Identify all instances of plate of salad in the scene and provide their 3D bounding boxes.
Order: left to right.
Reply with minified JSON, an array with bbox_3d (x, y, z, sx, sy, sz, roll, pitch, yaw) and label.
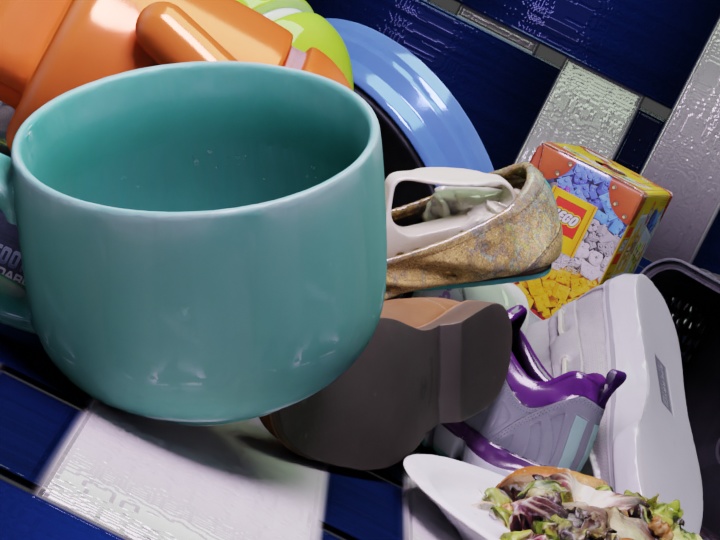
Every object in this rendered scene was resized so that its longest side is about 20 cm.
[{"bbox_3d":[0.113,0.123,1.315,0.200,0.048,0.200,27,6,-3],"label":"plate of salad"}]

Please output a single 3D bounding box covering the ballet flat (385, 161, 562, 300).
[{"bbox_3d":[0.005,-0.014,1.454,0.199,0.071,0.071,-13,18,-13],"label":"ballet flat"}]

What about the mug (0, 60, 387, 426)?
[{"bbox_3d":[-0.077,-0.009,1.216,0.185,0.115,0.152,17,34,34],"label":"mug"}]

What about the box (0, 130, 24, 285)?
[{"bbox_3d":[-0.166,-0.025,1.360,0.157,0.051,0.200,24,7,-17],"label":"box"}]

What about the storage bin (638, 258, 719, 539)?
[{"bbox_3d":[0.224,0.095,1.571,0.200,0.136,0.094,32,9,40],"label":"storage bin"}]

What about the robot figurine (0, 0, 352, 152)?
[{"bbox_3d":[-0.086,-0.076,1.349,0.200,0.144,0.117,28,39,-7],"label":"robot figurine"}]

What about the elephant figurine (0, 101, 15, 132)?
[{"bbox_3d":[-0.231,-0.165,1.617,0.200,0.155,0.141,55,29,3],"label":"elephant figurine"}]

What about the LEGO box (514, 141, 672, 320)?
[{"bbox_3d":[0.134,-0.003,1.931,0.077,0.149,0.200,27,7,10],"label":"LEGO box"}]

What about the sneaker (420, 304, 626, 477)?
[{"bbox_3d":[0.039,0.042,1.475,0.200,0.088,0.074,29,7,19],"label":"sneaker"}]

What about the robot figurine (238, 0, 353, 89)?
[{"bbox_3d":[-0.087,-0.112,1.503,0.200,0.116,0.175,38,24,22],"label":"robot figurine"}]

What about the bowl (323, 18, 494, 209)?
[{"bbox_3d":[-0.001,-0.046,1.671,0.200,0.201,0.039,31,47,33],"label":"bowl"}]

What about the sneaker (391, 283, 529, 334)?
[{"bbox_3d":[0.000,0.000,1.574,0.200,0.075,0.099,13,-10,47],"label":"sneaker"}]

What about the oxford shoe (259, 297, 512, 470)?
[{"bbox_3d":[-0.003,0.049,1.353,0.071,0.072,0.200,10,9,27],"label":"oxford shoe"}]

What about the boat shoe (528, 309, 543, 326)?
[{"bbox_3d":[0.103,0.060,1.668,0.071,0.070,0.201,25,3,17],"label":"boat shoe"}]

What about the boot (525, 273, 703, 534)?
[{"bbox_3d":[0.119,0.091,1.513,0.074,0.095,0.200,52,25,-31],"label":"boot"}]
